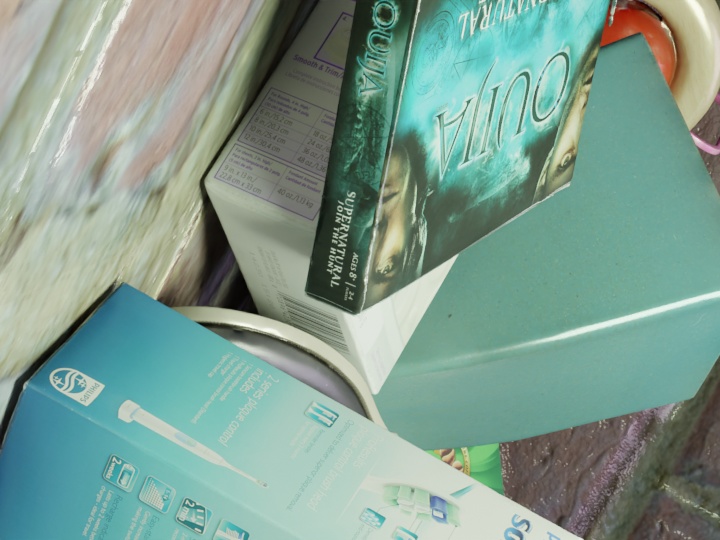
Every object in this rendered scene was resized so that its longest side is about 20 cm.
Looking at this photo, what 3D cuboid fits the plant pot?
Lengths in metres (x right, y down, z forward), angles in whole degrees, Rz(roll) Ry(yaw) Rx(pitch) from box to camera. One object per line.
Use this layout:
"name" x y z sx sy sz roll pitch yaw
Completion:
"plant pot" 0.059 0.003 1.135 0.199 0.142 0.142 -17 158 -14

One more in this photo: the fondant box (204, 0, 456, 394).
"fondant box" 0.020 -0.069 1.012 0.201 0.058 0.145 -60 157 -21

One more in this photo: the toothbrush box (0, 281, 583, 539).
"toothbrush box" -0.041 0.122 0.873 0.085 0.199 0.147 -50 166 -56

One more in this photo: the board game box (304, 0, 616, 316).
"board game box" 0.048 -0.074 0.957 0.200 0.028 0.136 -31 136 -56

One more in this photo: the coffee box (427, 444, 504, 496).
"coffee box" 0.031 0.095 1.312 0.123 0.044 0.201 26 54 -51

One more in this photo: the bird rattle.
"bird rattle" 0.117 -0.132 1.249 0.200 0.163 0.113 -54 -166 21

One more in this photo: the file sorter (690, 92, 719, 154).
"file sorter" 0.116 -0.054 1.439 0.200 0.125 0.139 -49 178 21

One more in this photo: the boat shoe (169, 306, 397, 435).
"boat shoe" -0.030 0.079 1.024 0.200 0.072 0.063 49 47 -52
